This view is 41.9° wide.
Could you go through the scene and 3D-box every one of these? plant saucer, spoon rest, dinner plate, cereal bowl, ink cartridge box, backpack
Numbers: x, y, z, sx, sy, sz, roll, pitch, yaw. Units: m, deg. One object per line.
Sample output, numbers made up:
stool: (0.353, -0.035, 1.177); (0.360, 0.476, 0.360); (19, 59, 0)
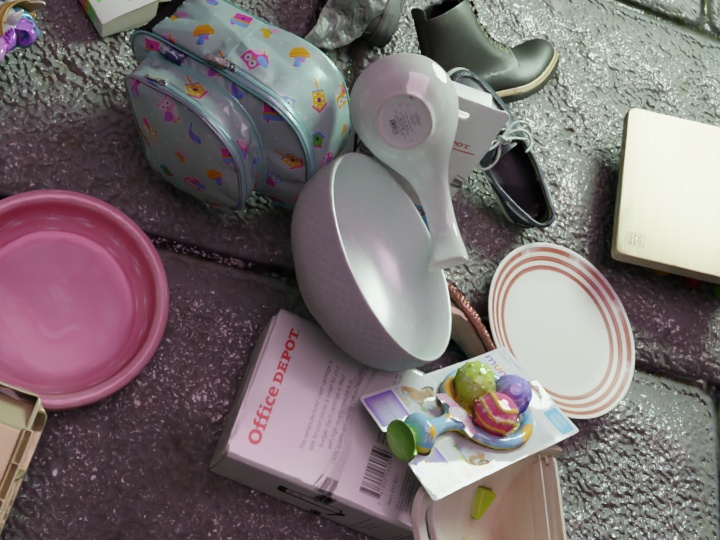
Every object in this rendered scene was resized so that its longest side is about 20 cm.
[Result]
plant saucer: (-0.275, 0.029, 0.845); (0.198, 0.051, 0.203); (8, 68, -19)
spoon rest: (0.053, -0.101, 0.865); (0.098, 0.061, 0.202); (-13, 113, 12)
dinner plate: (0.218, 0.066, 1.029); (0.198, 0.024, 0.202); (12, 63, -23)
cereal bowl: (0.000, 0.000, 0.859); (0.200, 0.083, 0.202); (42, 36, -40)
ink cartridge box: (0.058, -0.133, 0.947); (0.115, 0.200, 0.067); (16, 55, -15)
backpack: (-0.113, -0.148, 0.882); (0.198, 0.177, 0.154); (21, 58, 12)
ink cartridge box: (-0.022, 0.148, 0.878); (0.198, 0.084, 0.147); (25, 63, -10)

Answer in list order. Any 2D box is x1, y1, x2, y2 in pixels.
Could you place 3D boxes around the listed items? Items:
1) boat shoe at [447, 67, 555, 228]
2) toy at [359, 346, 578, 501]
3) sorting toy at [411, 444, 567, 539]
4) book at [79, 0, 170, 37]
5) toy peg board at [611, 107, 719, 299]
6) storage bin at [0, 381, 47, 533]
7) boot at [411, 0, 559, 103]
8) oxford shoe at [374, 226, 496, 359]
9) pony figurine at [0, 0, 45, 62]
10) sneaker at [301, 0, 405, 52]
boat shoe: (0.152, -0.131, 1.029); (0.074, 0.062, 0.201); (-31, 107, -8)
toy: (0.109, 0.121, 0.853); (0.198, 0.047, 0.115); (-16, 54, -37)
sorting toy: (0.108, 0.256, 0.836); (0.179, 0.106, 0.202); (20, 59, -47)
book: (-0.265, -0.357, 1.000); (0.133, 0.048, 0.201); (-27, 81, -25)
toy peg board: (0.396, -0.067, 1.133); (0.197, 0.098, 0.202); (12, 65, 1)
storage bin: (-0.371, 0.162, 0.718); (0.198, 0.094, 0.201); (22, 72, -11)
boot: (0.146, -0.260, 1.065); (0.199, 0.077, 0.140); (-34, 127, -29)
oxford shoe: (0.067, 0.036, 0.979); (0.074, 0.071, 0.200); (-40, 91, 0)
pony figurine: (-0.393, -0.186, 0.839); (0.197, 0.167, 0.195); (2, 61, -4)
sneaker: (0.002, -0.333, 1.064); (0.103, 0.060, 0.202); (17, 88, -24)
